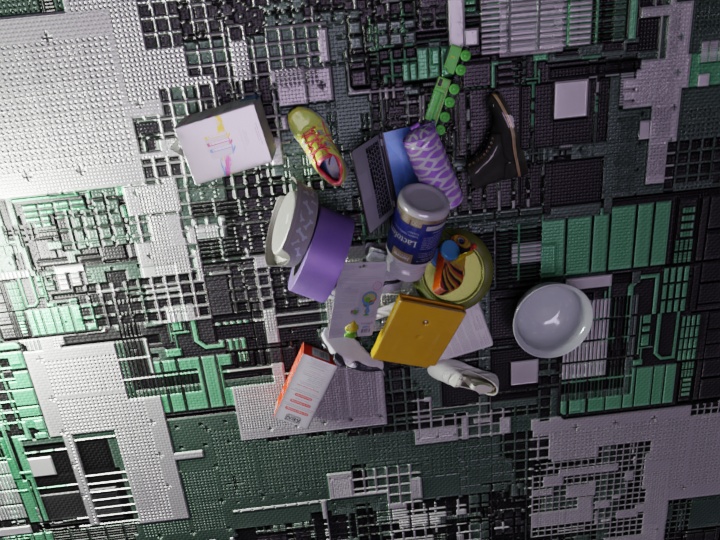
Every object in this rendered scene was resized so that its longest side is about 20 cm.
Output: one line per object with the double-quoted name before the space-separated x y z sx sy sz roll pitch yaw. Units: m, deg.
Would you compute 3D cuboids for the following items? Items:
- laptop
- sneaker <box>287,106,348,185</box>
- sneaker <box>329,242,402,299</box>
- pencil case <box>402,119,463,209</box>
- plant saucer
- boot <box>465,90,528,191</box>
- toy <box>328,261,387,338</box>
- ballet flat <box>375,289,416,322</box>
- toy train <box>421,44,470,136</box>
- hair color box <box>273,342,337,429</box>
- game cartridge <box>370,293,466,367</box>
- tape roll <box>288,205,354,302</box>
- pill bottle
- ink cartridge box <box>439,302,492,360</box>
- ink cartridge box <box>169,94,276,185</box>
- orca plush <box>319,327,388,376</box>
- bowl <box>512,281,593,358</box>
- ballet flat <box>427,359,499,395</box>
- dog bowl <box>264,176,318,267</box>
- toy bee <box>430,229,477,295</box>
"laptop" 0.089 -0.209 1.451 0.114 0.200 0.190 1 117 32
"sneaker" -0.088 -0.268 1.424 0.078 0.091 0.201 -34 109 12
"sneaker" 0.000 0.000 1.552 0.196 0.075 0.117 -8 113 -6
"pencil case" 0.159 -0.225 1.436 0.083 0.086 0.202 -26 118 2
"plant saucer" 0.220 0.002 1.559 0.196 0.031 0.204 1 99 5
"boot" 0.283 -0.280 1.456 0.136 0.078 0.202 -20 111 10
"toy" -0.013 0.062 1.506 0.113 0.047 0.203 -2 118 -22
"ballet flat" 0.047 0.092 1.592 0.197 0.070 0.070 -15 113 7
"toy train" 0.184 -0.388 1.413 0.056 0.042 0.203 18 105 -1
"hair color box" -0.140 0.295 1.669 0.100 0.061 0.202 22 108 -12
"game cartridge" 0.137 0.150 1.577 0.174 0.033 0.202 11 129 -18
"tape roll" -0.089 -0.037 1.460 0.084 0.201 0.202 19 110 -12
"pill bottle" 0.119 -0.079 1.437 0.114 0.117 0.202 7 132 -7
"ink cartridge box" 0.216 0.141 1.645 0.197 0.050 0.163 -18 113 14
"ink cartridge box" -0.294 -0.276 1.386 0.197 0.129 0.127 -16 113 4
"orca plush" -0.023 0.206 1.655 0.197 0.071 0.107 17 66 -20
"bowl" 0.463 0.108 1.617 0.197 0.091 0.204 -2 112 -4
"ballet flat" 0.271 0.279 1.689 0.197 0.070 0.070 16 111 -10
"dog bowl" -0.151 -0.100 1.435 0.058 0.201 0.202 15 112 -21
"toy bee" 0.219 -0.040 1.485 0.107 0.131 0.204 10 88 -20
